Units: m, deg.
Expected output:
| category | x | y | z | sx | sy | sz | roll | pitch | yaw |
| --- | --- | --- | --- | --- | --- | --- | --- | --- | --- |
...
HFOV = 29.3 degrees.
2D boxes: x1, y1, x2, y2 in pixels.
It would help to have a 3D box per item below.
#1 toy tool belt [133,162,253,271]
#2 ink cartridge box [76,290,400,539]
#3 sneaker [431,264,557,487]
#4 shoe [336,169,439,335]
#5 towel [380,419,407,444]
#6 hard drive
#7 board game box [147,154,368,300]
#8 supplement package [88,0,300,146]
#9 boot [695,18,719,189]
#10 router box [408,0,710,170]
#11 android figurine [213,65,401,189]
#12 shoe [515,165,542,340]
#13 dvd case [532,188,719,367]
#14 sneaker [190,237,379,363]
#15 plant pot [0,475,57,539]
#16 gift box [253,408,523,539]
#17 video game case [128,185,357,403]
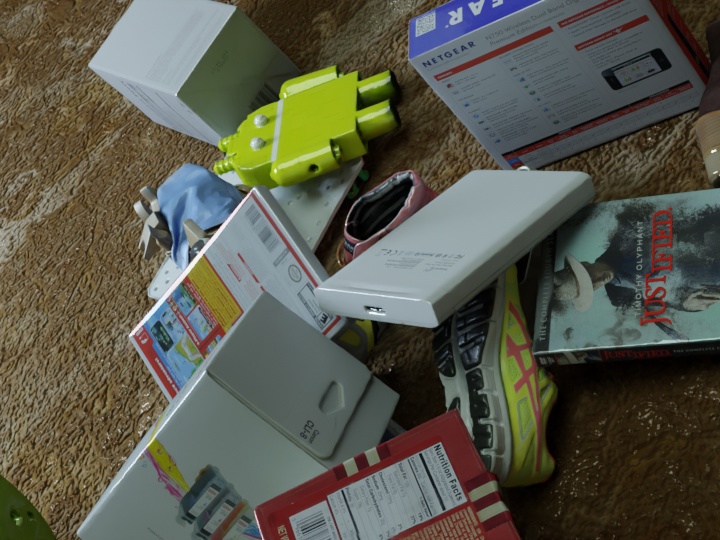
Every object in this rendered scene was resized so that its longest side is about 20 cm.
| category | x | y | z | sx | sy | sz | roll | pitch | yaw |
| --- | --- | --- | --- | --- | --- | --- | --- | --- | --- |
| toy tool belt | -0.159 | -0.051 | 1.346 | 0.125 | 0.123 | 0.200 | -45 | 41 | 2 |
| ink cartridge box | -0.092 | 0.149 | 1.074 | 0.200 | 0.144 | 0.145 | -49 | 5 | 27 |
| sneaker | 0.112 | 0.078 | 1.077 | 0.078 | 0.090 | 0.201 | -30 | 52 | 52 |
| shoe | 0.000 | 0.000 | 1.234 | 0.200 | 0.091 | 0.072 | -43 | 41 | 5 |
| towel | -0.006 | 0.219 | 1.120 | 0.200 | 0.024 | 0.147 | -50 | 40 | -3 |
| hard drive | 0.075 | -0.022 | 1.083 | 0.132 | 0.026 | 0.200 | 5 | 34 | 47 |
| board game box | -0.104 | -0.038 | 1.404 | 0.199 | 0.026 | 0.201 | 12 | 67 | 45 |
| supplement package | -0.188 | -0.228 | 1.552 | 0.200 | 0.120 | 0.122 | 25 | 78 | 48 |
| boot | 0.353 | -0.156 | 1.069 | 0.199 | 0.072 | 0.167 | -15 | 52 | 37 |
| router box | 0.170 | -0.177 | 1.161 | 0.199 | 0.179 | 0.049 | -20 | 48 | 28 |
| android figurine | -0.055 | -0.143 | 1.399 | 0.199 | 0.041 | 0.182 | -17 | 35 | 15 |
| shoe | 0.124 | 0.003 | 1.154 | 0.070 | 0.053 | 0.201 | -1 | 59 | 40 |
| dvd case | 0.233 | 0.002 | 1.048 | 0.199 | 0.022 | 0.147 | -6 | 51 | 22 |
| sneaker | -0.069 | 0.032 | 1.203 | 0.200 | 0.076 | 0.076 | 37 | 55 | 25 |
| plant pot | -0.349 | 0.318 | 1.215 | 0.198 | 0.181 | 0.201 | -26 | 45 | 23 |
| gift box | 0.033 | 0.234 | 0.947 | 0.199 | 0.187 | 0.185 | -23 | 46 | 4 |
| video game case | -0.104 | 0.048 | 1.159 | 0.200 | 0.017 | 0.143 | -46 | 68 | 28 |
